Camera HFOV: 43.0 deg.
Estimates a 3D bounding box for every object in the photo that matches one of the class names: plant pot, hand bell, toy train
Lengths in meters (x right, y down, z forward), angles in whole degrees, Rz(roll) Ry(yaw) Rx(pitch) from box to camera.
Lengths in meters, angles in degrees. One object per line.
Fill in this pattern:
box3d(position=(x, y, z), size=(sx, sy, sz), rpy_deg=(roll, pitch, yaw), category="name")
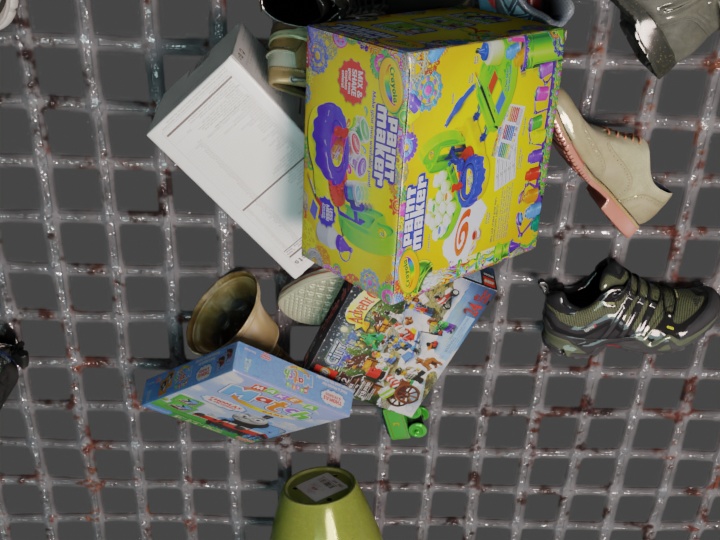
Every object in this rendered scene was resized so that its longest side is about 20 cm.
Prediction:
box3d(position=(-0.042, 0.355, 1.135), size=(0.184, 0.187, 0.203), rpy_deg=(-4, 106, 1), category="plant pot")
box3d(position=(-0.091, 0.099, 1.033), size=(0.104, 0.105, 0.200), rpy_deg=(-34, 128, 17), category="hand bell")
box3d(position=(0.035, 0.116, 1.059), size=(0.056, 0.042, 0.202), rpy_deg=(-8, 121, 16), category="toy train")

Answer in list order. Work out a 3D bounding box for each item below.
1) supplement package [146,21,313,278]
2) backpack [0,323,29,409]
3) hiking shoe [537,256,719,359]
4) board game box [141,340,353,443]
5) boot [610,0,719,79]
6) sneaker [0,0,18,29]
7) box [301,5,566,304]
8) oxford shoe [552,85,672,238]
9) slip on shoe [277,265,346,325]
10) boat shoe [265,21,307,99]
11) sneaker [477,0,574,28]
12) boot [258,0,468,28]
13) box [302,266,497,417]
box3d(position=(-0.089, -0.113, 0.878), size=(0.113, 0.110, 0.200), rpy_deg=(-36, 115, 17), category="supplement package")
box3d(position=(-0.498, 0.130, 0.998), size=(0.190, 0.155, 0.200), rpy_deg=(36, 117, -9), category="backpack")
box3d(position=(0.294, 0.035, 0.995), size=(0.197, 0.076, 0.102), rpy_deg=(-10, 124, 6), category="hiking shoe")
box3d(position=(-0.127, 0.138, 0.997), size=(0.150, 0.037, 0.199), rpy_deg=(27, 147, -31), category="board game box")
box3d(position=(0.279, -0.283, 0.821), size=(0.130, 0.068, 0.200), rpy_deg=(-35, 123, 13), category="boot")
box3d(position=(-0.338, -0.298, 0.783), size=(0.072, 0.080, 0.203), rpy_deg=(1, 119, 0), category="sneaker")
box3d(position=(0.060, -0.107, 0.781), size=(0.191, 0.121, 0.203), rpy_deg=(-19, 123, -40), category="box")
box3d(position=(0.241, -0.122, 0.910), size=(0.074, 0.071, 0.200), rpy_deg=(-37, 125, 14), category="oxford shoe")
box3d(position=(0.000, 0.000, 0.977), size=(0.198, 0.062, 0.074), rpy_deg=(-27, 125, 19), category="slip on shoe")
box3d(position=(-0.002, -0.158, 0.850), size=(0.198, 0.077, 0.071), rpy_deg=(18, 161, -27), category="boat shoe")
box3d(position=(0.134, -0.292, 0.778), size=(0.079, 0.095, 0.201), rpy_deg=(-40, 124, -15), category="sneaker")
box3d(position=(0.005, -0.236, 0.792), size=(0.197, 0.139, 0.078), rpy_deg=(1, 121, -3), category="boot")
box3d(position=(0.036, 0.059, 0.960), size=(0.135, 0.038, 0.201), rpy_deg=(19, 126, -14), category="box")
